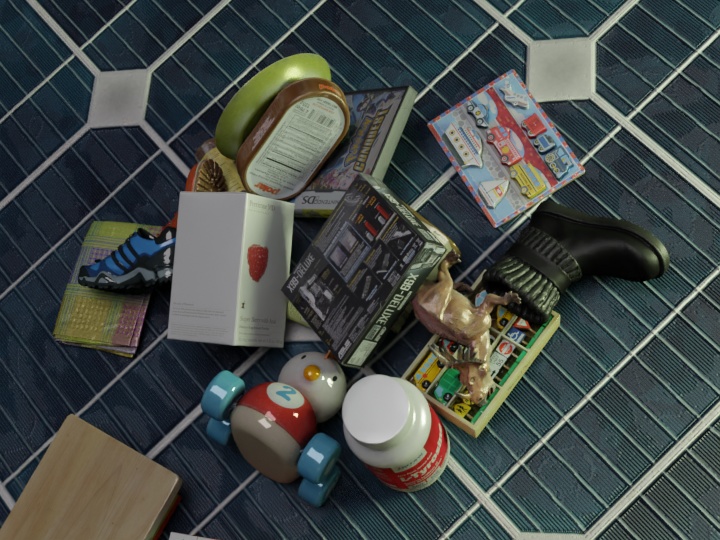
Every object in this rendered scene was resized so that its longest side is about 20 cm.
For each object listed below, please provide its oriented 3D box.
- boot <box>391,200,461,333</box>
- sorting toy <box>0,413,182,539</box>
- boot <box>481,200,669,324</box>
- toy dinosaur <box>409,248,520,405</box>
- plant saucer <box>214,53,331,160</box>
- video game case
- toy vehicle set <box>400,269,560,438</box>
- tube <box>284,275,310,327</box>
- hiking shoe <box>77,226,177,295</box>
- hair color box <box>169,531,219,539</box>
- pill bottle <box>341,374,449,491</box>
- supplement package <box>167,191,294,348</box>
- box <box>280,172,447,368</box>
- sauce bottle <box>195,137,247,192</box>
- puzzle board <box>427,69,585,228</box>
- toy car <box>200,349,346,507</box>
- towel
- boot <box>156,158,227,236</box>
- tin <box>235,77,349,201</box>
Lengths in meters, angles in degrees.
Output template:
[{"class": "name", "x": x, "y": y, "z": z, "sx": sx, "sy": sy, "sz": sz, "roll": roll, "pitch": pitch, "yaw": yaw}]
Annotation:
[{"class": "boot", "x": 0.021, "y": -0.023, "z": 1.752, "sx": 0.199, "sy": 0.072, "sz": 0.155, "roll": 37, "pitch": 84, "yaw": 25}, {"class": "sorting toy", "x": -0.358, "y": 0.332, "z": 1.711, "sx": 0.197, "sy": 0.070, "sz": 0.202, "roll": 24, "pitch": 77, "yaw": 23}, {"class": "boot", "x": 0.278, "y": 0.005, "z": 1.642, "sx": 0.209, "sy": 0.080, "sz": 0.158, "roll": 18, "pitch": 53, "yaw": 32}, {"class": "toy dinosaur", "x": 0.113, "y": 0.063, "z": 1.622, "sx": 0.199, "sy": 0.086, "sz": 0.135, "roll": 38, "pitch": 67, "yaw": 22}, {"class": "plant saucer", "x": -0.116, "y": -0.221, "z": 1.795, "sx": 0.199, "sy": 0.200, "sz": 0.031, "roll": -39, "pitch": 69, "yaw": -3}, {"class": "video game case", "x": -0.020, "y": -0.167, "z": 1.800, "sx": 0.179, "sy": 0.025, "sz": 0.202, "roll": 4, "pitch": 66, "yaw": 50}, {"class": "toy vehicle set", "x": 0.158, "y": 0.107, "z": 1.661, "sx": 0.123, "sy": 0.027, "sz": 0.201, "roll": 30, "pitch": 68, "yaw": 24}, {"class": "tube", "x": -0.106, "y": 0.034, "z": 1.778, "sx": 0.198, "sy": 0.052, "sz": 0.058, "roll": 22, "pitch": 44, "yaw": 26}, {"class": "hiking shoe", "x": -0.318, "y": -0.014, "z": 1.798, "sx": 0.197, "sy": 0.074, "sz": 0.088, "roll": -5, "pitch": 78, "yaw": 30}, {"class": "hair color box", "x": -0.158, "y": 0.410, "z": 1.627, "sx": 0.197, "sy": 0.064, "sz": 0.113, "roll": 6, "pitch": 71, "yaw": 17}, {"class": "pill bottle", "x": 0.042, "y": 0.201, "z": 1.580, "sx": 0.110, "sy": 0.200, "sz": 0.114, "roll": -6, "pitch": 67, "yaw": 13}, {"class": "supplement package", "x": -0.175, "y": 0.000, "z": 1.726, "sx": 0.118, "sy": 0.121, "sz": 0.203, "roll": 3, "pitch": 87, "yaw": 31}, {"class": "box", "x": 0.000, "y": 0.000, "z": 1.651, "sx": 0.158, "sy": 0.049, "sz": 0.201, "roll": 47, "pitch": 110, "yaw": 36}, {"class": "sauce bottle", "x": -0.173, "y": -0.105, "z": 1.844, "sx": 0.064, "sy": 0.065, "sz": 0.201, "roll": -33, "pitch": 65, "yaw": 0}, {"class": "puzzle board", "x": 0.203, "y": -0.176, "z": 1.793, "sx": 0.150, "sy": 0.017, "sz": 0.201, "roll": -31, "pitch": 63, "yaw": 1}, {"class": "toy car", "x": -0.078, "y": 0.165, "z": 1.657, "sx": 0.183, "sy": 0.178, "sz": 0.201, "roll": 30, "pitch": 65, "yaw": 14}, {"class": "towel", "x": -0.367, "y": 0.024, "z": 1.867, "sx": 0.141, "sy": 0.023, "sz": 0.203, "roll": 6, "pitch": 69, "yaw": 18}, {"class": "boot", "x": -0.251, "y": -0.063, "z": 1.813, "sx": 0.106, "sy": 0.075, "sz": 0.203, "roll": 13, "pitch": 100, "yaw": 32}, {"class": "tin", "x": -0.094, "y": -0.179, "z": 1.761, "sx": 0.201, "sy": 0.111, "sz": 0.042, "roll": -51, "pitch": 34, "yaw": 27}]
